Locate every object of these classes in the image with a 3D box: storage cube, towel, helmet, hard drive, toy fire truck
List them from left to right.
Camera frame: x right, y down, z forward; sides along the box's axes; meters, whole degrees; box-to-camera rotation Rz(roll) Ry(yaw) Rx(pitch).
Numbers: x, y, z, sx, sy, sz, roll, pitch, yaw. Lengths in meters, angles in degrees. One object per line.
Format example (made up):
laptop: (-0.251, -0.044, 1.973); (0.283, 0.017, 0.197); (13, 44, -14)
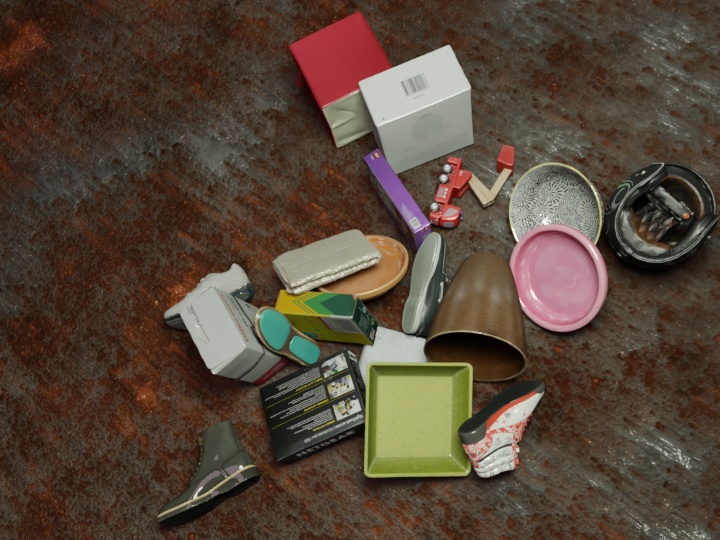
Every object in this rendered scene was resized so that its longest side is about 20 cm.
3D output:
towel: (-0.067, -0.018, 1.338); (0.198, 0.035, 0.133); (-20, 32, -13)
storage cube: (-0.029, -0.411, 1.488); (0.199, 0.171, 0.181); (-27, 69, -1)
hard drive: (0.057, 0.219, 1.312); (0.138, 0.033, 0.202); (13, 73, 15)
toy fire truck: (0.233, -0.173, 1.415); (0.140, 0.049, 0.202); (15, 74, 15)
helmet: (0.550, -0.100, 1.253); (0.198, 0.190, 0.202); (4, 100, 22)

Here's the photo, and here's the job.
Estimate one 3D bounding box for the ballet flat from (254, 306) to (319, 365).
ballet flat: (-0.155, 0.127, 1.306); (0.065, 0.200, 0.071); (12, 65, 39)

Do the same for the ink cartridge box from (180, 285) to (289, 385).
ink cartridge box: (-0.237, 0.129, 1.307); (0.083, 0.200, 0.146); (-37, 68, 5)

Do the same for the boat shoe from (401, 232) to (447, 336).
boat shoe: (0.134, 0.029, 1.318); (0.060, 0.076, 0.202); (13, 98, -25)

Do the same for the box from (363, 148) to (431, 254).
box: (0.079, -0.133, 1.382); (0.039, 0.137, 0.201); (-30, 68, -3)

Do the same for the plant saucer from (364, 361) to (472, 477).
plant saucer: (0.101, 0.266, 1.235); (0.198, 0.048, 0.202); (2, 86, -10)

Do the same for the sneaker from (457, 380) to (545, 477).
sneaker: (0.270, 0.289, 1.234); (0.200, 0.067, 0.109); (-28, 102, -27)

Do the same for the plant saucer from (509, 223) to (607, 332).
plant saucer: (0.372, 0.011, 1.270); (0.051, 0.201, 0.201); (-13, 59, -42)

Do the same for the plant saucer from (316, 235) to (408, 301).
plant saucer: (0.000, 0.000, 1.359); (0.198, 0.038, 0.201); (-9, 36, 7)

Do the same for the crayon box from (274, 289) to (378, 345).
crayon box: (-0.079, 0.090, 1.319); (0.198, 0.127, 0.051); (3, 63, 23)

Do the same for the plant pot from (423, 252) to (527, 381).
plant pot: (0.224, 0.075, 1.271); (0.185, 0.188, 0.202); (6, 57, 13)

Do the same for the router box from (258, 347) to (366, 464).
router box: (-0.084, 0.257, 1.292); (0.199, 0.051, 0.150); (-26, 61, 12)

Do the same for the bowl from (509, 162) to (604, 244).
bowl: (0.397, -0.111, 1.317); (0.094, 0.201, 0.202); (-14, 60, -40)

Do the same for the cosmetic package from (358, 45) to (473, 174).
cosmetic package: (0.121, -0.325, 1.411); (0.198, 0.200, 0.124); (-21, 65, 2)

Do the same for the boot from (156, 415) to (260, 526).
boot: (-0.308, 0.384, 1.306); (0.198, 0.078, 0.139); (-25, 63, -13)

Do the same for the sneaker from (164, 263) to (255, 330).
sneaker: (-0.321, 0.058, 1.434); (0.198, 0.075, 0.087); (-25, 55, -6)
